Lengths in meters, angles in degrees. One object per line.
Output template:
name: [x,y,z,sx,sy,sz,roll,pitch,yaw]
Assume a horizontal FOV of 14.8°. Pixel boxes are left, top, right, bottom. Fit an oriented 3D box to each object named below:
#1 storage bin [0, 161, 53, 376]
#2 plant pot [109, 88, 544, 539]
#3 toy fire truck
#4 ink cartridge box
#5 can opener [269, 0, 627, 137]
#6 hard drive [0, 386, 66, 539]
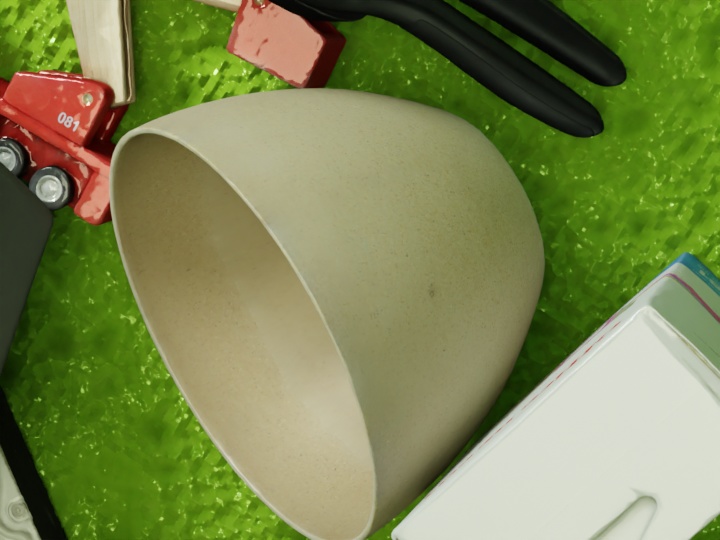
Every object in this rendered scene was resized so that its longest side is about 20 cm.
storage bin: [-0.244,-0.002,1.238,0.200,0.146,0.135,11,70,30]
plant pot: [0.000,0.000,1.208,0.134,0.200,0.201,-30,91,-23]
toy fire truck: [-0.124,-0.100,1.274,0.200,0.049,0.141,31,101,7]
ink cartridge box: [0.106,0.076,1.174,0.145,0.200,0.085,-44,88,12]
can opener: [0.033,-0.122,1.212,0.200,0.079,0.064,24,86,-19]
hard drive: [-0.217,0.127,1.327,0.139,0.038,0.200,-22,93,13]
